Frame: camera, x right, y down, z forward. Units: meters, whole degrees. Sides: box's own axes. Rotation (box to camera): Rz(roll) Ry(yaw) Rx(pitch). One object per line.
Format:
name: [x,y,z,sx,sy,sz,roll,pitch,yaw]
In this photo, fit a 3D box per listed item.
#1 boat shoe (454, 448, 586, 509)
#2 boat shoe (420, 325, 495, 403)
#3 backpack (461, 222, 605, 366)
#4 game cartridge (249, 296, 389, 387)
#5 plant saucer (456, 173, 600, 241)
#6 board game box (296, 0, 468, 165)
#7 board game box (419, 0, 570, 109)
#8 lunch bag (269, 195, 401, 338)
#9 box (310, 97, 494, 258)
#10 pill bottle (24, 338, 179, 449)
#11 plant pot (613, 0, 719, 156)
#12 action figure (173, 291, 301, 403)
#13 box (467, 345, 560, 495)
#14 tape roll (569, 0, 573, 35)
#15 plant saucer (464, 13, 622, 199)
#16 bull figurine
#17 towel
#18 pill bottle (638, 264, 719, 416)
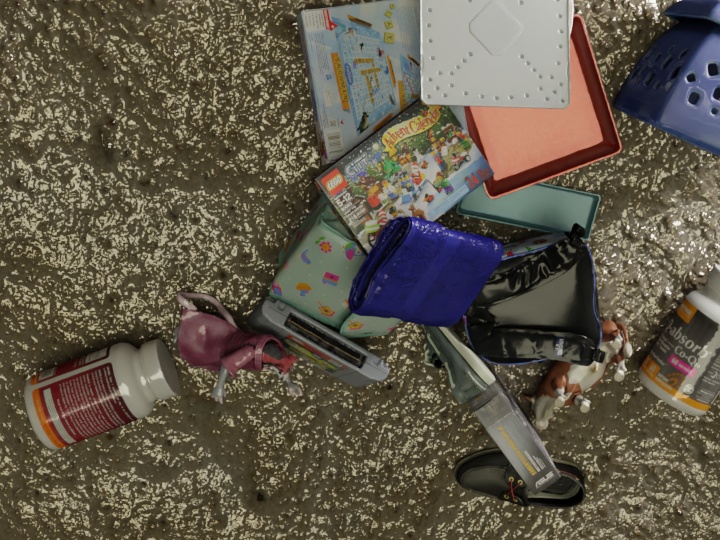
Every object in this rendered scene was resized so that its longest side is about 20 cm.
boat shoe: [0.244,0.319,1.839,0.200,0.063,0.074,6,110,-4]
boat shoe: [0.111,0.110,1.694,0.062,0.200,0.073,-46,134,5]
backpack: [0.230,0.040,1.701,0.189,0.154,0.201,-11,99,-5]
game cartridge: [-0.062,0.105,1.714,0.199,0.133,0.041,30,79,-7]
plant saucer: [0.238,-0.095,1.726,0.199,0.019,0.070,11,106,-8]
board game box: [0.030,-0.252,1.595,0.198,0.041,0.201,-9,91,-12]
board game box: [0.170,-0.308,1.553,0.199,0.026,0.202,0,87,-12]
lunch bag: [0.000,0.000,1.665,0.199,0.122,0.170,30,131,-13]
box: [0.055,-0.120,1.561,0.200,0.038,0.137,-38,100,-9]
pill bottle: [-0.366,0.171,1.726,0.199,0.113,0.114,-20,108,4]
plant pot: [0.478,-0.250,1.601,0.199,0.200,0.181,21,100,-9]
action figure: [-0.157,0.107,1.693,0.134,0.199,0.150,-1,93,-49]
box: [0.203,0.208,1.726,0.048,0.200,0.159,-36,107,5]
tape roll: [0.180,-0.340,1.588,0.201,0.037,0.204,1,87,-12]
plant saucer: [0.236,-0.225,1.665,0.198,0.037,0.201,-20,102,3]
bull figurine: [0.317,0.155,1.765,0.065,0.121,0.200,38,96,-13]
towel: [0.083,0.001,1.568,0.199,0.050,0.148,12,120,-45]
pill bottle: [0.500,0.100,1.754,0.116,0.116,0.201,26,104,-11]
